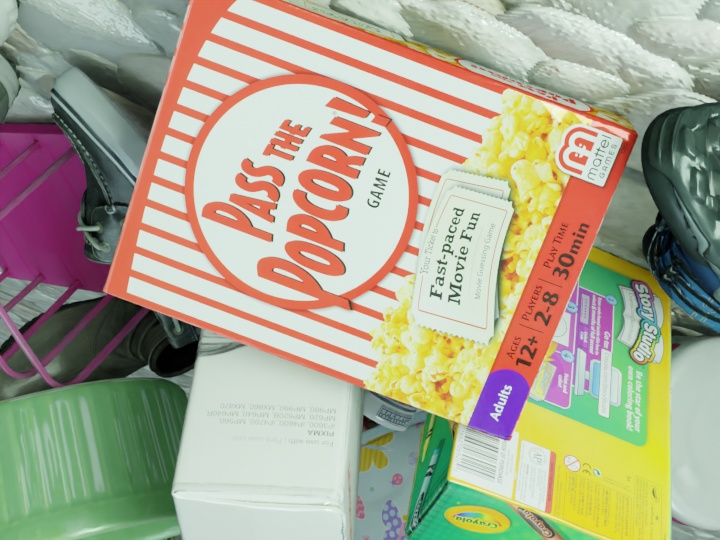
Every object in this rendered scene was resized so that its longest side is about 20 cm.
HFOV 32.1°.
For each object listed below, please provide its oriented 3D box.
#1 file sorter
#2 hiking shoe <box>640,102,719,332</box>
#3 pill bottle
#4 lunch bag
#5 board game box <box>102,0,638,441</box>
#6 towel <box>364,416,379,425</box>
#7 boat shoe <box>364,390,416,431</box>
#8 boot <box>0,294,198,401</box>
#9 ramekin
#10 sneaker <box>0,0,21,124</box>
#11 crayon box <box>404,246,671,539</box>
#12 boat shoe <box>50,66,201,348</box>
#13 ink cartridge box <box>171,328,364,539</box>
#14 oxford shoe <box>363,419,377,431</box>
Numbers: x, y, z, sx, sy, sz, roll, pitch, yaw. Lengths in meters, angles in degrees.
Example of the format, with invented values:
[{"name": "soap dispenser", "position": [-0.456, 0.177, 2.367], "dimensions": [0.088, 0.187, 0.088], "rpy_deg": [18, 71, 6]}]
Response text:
[{"name": "file sorter", "position": [-0.257, -0.010, 0.872], "dimensions": [0.199, 0.126, 0.140], "rpy_deg": [6, 132, 40]}, {"name": "hiking shoe", "position": [0.161, -0.009, 0.570], "dimensions": [0.086, 0.075, 0.200], "rpy_deg": [5, 158, 39]}, {"name": "pill bottle", "position": [0.171, 0.097, 0.813], "dimensions": [0.113, 0.114, 0.200], "rpy_deg": [27, 168, -22]}, {"name": "lunch bag", "position": [0.085, 0.192, 0.992], "dimensions": [0.198, 0.171, 0.127], "rpy_deg": [-18, 160, -3]}, {"name": "board game box", "position": [0.002, -0.029, 0.563], "dimensions": [0.199, 0.153, 0.046], "rpy_deg": [20, -163, 0]}, {"name": "towel", "position": [-0.060, 0.068, 1.054], "dimensions": [0.199, 0.023, 0.145], "rpy_deg": [28, -173, -32]}, {"name": "boat shoe", "position": [-0.014, 0.051, 0.977], "dimensions": [0.071, 0.068, 0.200], "rpy_deg": [24, -174, -37]}, {"name": "boot", "position": [-0.171, 0.054, 0.905], "dimensions": [0.130, 0.199, 0.068], "rpy_deg": [12, 130, 56]}, {"name": "ramekin", "position": [-0.199, 0.143, 0.858], "dimensions": [0.198, 0.098, 0.200], "rpy_deg": [-13, 166, -3]}, {"name": "sneaker", "position": [-0.242, -0.109, 0.717], "dimensions": [0.073, 0.080, 0.200], "rpy_deg": [21, 165, -10]}, {"name": "crayon box", "position": [0.101, 0.067, 0.665], "dimensions": [0.118, 0.201, 0.058], "rpy_deg": [22, 134, -8]}, {"name": "boat shoe", "position": [-0.137, -0.028, 0.761], "dimensions": [0.201, 0.071, 0.072], "rpy_deg": [59, 172, -31]}, {"name": "ink cartridge box", "position": [-0.040, 0.073, 0.670], "dimensions": [0.084, 0.201, 0.146], "rpy_deg": [1, 139, 1]}, {"name": "oxford shoe", "position": [-0.070, 0.110, 1.128], "dimensions": [0.199, 0.074, 0.071], "rpy_deg": [33, -174, 19]}]
